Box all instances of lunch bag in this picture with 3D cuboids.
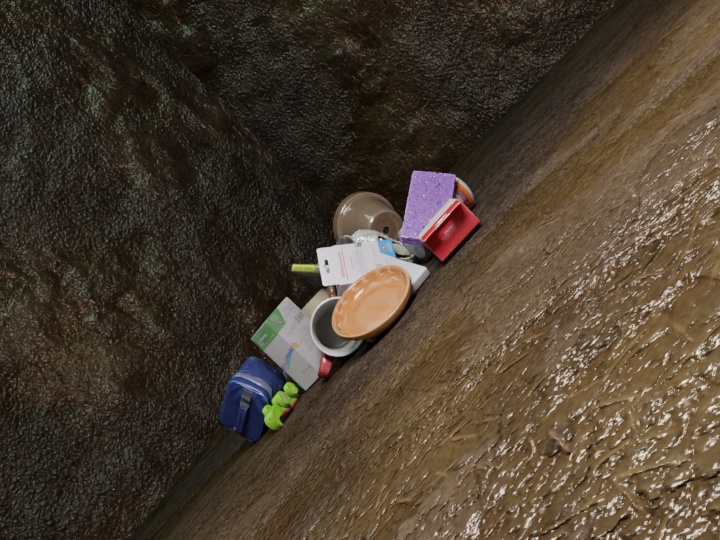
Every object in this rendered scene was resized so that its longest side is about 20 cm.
[{"bbox_3d":[-0.296,0.356,1.838,0.133,0.134,0.203,-49,-20,-56],"label":"lunch bag"}]

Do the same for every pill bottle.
[{"bbox_3d":[0.190,-0.134,1.720,0.200,0.109,0.109,-47,3,-18],"label":"pill bottle"}]

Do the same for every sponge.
[{"bbox_3d":[0.165,-0.150,1.651,0.030,0.109,0.204,77,-158,-57],"label":"sponge"}]

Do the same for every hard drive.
[{"bbox_3d":[0.051,0.062,1.513,0.200,0.026,0.131,-48,30,-16],"label":"hard drive"}]

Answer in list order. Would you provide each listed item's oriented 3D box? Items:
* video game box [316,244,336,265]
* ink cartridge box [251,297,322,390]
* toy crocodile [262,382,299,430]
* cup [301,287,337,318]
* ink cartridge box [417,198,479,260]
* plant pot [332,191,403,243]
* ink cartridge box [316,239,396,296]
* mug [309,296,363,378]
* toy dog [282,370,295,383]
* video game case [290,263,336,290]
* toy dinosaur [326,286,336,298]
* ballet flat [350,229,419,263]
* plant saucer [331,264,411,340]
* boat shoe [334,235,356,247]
[{"bbox_3d":[-0.038,0.024,2.077,0.047,0.200,0.182,-44,3,-15],"label":"video game box"},{"bbox_3d":[-0.167,0.191,1.795,0.088,0.199,0.146,-47,3,28],"label":"ink cartridge box"},{"bbox_3d":[-0.192,0.335,1.721,0.068,0.062,0.200,-46,-1,13],"label":"toy crocodile"},{"bbox_3d":[-0.093,0.137,1.956,0.201,0.143,0.200,-47,3,4],"label":"cup"},{"bbox_3d":[0.187,-0.089,1.471,0.116,0.067,0.200,-47,3,7],"label":"ink cartridge box"},{"bbox_3d":[0.040,-0.119,1.951,0.201,0.201,0.174,-47,23,-10],"label":"plant pot"},{"bbox_3d":[-0.008,-0.003,1.719,0.195,0.118,0.067,-7,-32,-10],"label":"ink cartridge box"},{"bbox_3d":[-0.073,0.153,1.648,0.178,0.133,0.200,-45,0,-8],"label":"mug"},{"bbox_3d":[-0.233,0.321,2.013,0.200,0.096,0.132,-48,3,-5],"label":"toy dog"},{"bbox_3d":[-0.070,0.031,1.921,0.177,0.199,0.026,2,69,35],"label":"video game case"},{"bbox_3d":[-0.032,0.120,1.856,0.104,0.202,0.061,-19,-36,-13],"label":"toy dinosaur"},{"bbox_3d":[0.064,-0.066,1.817,0.072,0.196,0.073,16,-89,-84],"label":"ballet flat"},{"bbox_3d":[0.028,0.073,1.461,0.197,0.038,0.202,-28,31,19],"label":"plant saucer"},{"bbox_3d":[0.000,0.000,1.809,0.067,0.201,0.057,-36,4,38],"label":"boat shoe"}]
